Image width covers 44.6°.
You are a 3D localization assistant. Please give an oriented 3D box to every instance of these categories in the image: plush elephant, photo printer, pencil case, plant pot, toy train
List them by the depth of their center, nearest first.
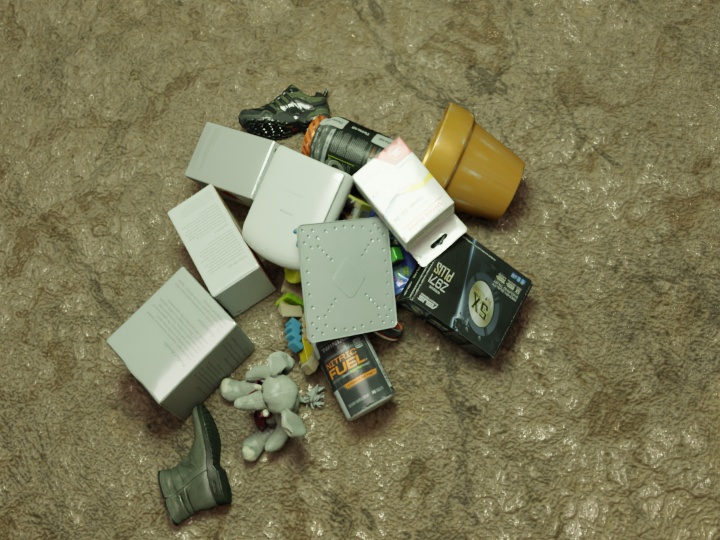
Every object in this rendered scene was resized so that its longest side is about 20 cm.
[{"bbox_3d":[-0.165,0.240,1.607,0.196,0.155,0.168,-17,70,1],"label":"plush elephant"},{"bbox_3d":[-0.120,-0.108,1.614,0.164,0.069,0.204,25,89,21],"label":"photo printer"},{"bbox_3d":[0.000,0.000,1.688,0.198,0.041,0.057,-31,75,30],"label":"toy train"},{"bbox_3d":[0.211,-0.192,1.701,0.180,0.200,0.204,25,75,-1],"label":"plant pot"},{"bbox_3d":[0.071,-0.036,1.714,0.085,0.078,0.204,-13,71,1],"label":"pencil case"}]

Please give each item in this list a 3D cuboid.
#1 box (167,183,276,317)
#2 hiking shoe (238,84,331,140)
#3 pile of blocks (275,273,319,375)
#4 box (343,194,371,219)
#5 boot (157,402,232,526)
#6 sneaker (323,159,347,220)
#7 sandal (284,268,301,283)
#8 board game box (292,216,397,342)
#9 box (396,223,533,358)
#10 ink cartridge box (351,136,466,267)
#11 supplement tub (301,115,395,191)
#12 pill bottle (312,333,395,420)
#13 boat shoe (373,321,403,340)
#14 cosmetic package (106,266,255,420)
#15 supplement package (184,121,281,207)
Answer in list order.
[{"bbox_3d":[-0.267,-0.036,1.714,0.105,0.153,0.202,-32,71,-3],"label":"box"},{"bbox_3d":[-0.160,-0.338,1.854,0.195,0.076,0.103,-2,62,-4],"label":"hiking shoe"},{"bbox_3d":[-0.129,0.107,1.693,0.081,0.062,0.204,6,63,-36],"label":"pile of blocks"},{"bbox_3d":[-0.075,-0.139,1.749,0.198,0.050,0.077,29,100,28],"label":"box"},{"bbox_3d":[-0.324,0.360,1.638,0.128,0.068,0.204,-19,69,6],"label":"boot"},{"bbox_3d":[-0.068,-0.106,1.685,0.078,0.075,0.205,-7,78,42],"label":"sneaker"},{"bbox_3d":[-0.110,-0.040,1.726,0.086,0.080,0.203,20,37,-28],"label":"sandal"},{"bbox_3d":[-0.026,0.013,1.574,0.197,0.026,0.205,-8,93,-36],"label":"board game box"},{"bbox_3d":[0.193,0.040,1.631,0.198,0.086,0.166,35,77,-9],"label":"box"},{"bbox_3d":[0.090,-0.121,1.571,0.116,0.068,0.201,-39,76,-2],"label":"ink cartridge box"},{"bbox_3d":[-0.012,-0.230,1.766,0.197,0.123,0.124,25,76,13],"label":"supplement tub"},{"bbox_3d":[-0.023,0.165,1.629,0.105,0.106,0.203,-27,79,-3],"label":"pill bottle"},{"bbox_3d":[0.011,0.056,1.653,0.199,0.071,0.063,40,104,-16],"label":"boat shoe"},{"bbox_3d":[-0.334,0.140,1.657,0.200,0.165,0.165,-44,71,-9],"label":"cosmetic package"},{"bbox_3d":[-0.227,-0.198,1.739,0.197,0.121,0.122,20,84,36],"label":"supplement package"}]
